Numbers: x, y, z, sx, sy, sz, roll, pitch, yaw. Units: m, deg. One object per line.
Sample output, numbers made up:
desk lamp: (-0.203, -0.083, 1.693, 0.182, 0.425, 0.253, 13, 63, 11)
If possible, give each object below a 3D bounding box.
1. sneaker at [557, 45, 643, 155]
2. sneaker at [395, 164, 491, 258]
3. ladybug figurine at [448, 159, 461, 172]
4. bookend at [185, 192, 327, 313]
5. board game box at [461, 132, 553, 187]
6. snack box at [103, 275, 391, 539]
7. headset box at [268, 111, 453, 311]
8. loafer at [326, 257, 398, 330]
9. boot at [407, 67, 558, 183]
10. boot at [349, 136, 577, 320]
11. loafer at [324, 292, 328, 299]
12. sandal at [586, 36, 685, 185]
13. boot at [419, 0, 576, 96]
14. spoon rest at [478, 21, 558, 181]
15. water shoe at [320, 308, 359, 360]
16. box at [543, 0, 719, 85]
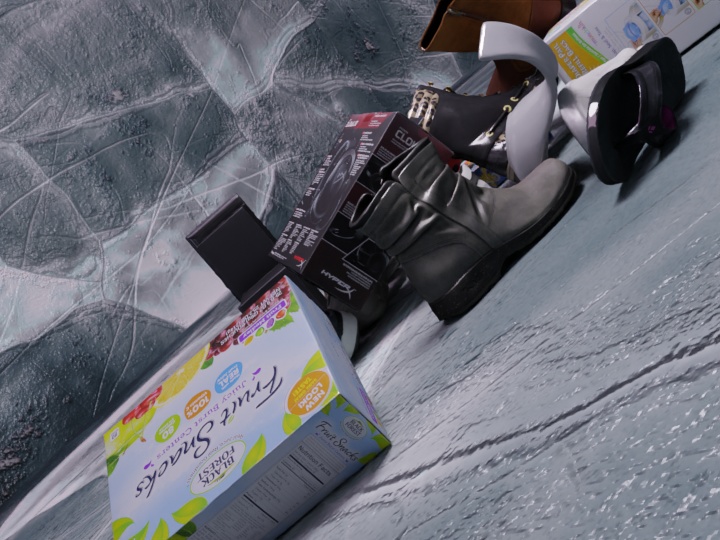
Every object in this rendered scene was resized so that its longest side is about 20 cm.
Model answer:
sneaker: (0.239, -0.168, 0.881, 0.085, 0.073, 0.200, -38, 7, 35)
sneaker: (0.084, -0.055, 0.994, 0.074, 0.080, 0.200, -46, 8, -27)
ladybug figurine: (0.054, -0.110, 1.199, 0.200, 0.072, 0.136, -40, 9, 16)
bookend: (-0.123, 0.014, 1.167, 0.092, 0.199, 0.200, -40, 9, 0)
board game box: (0.139, -0.113, 1.205, 0.200, 0.035, 0.135, -41, 8, -1)
snack box: (-0.092, 0.123, 0.707, 0.200, 0.068, 0.169, -41, 32, 7)
headset box: (0.000, -0.073, 0.975, 0.201, 0.077, 0.149, -58, 19, -4)
loafer: (0.000, 0.000, 1.076, 0.070, 0.070, 0.201, -34, 18, 27)
boot: (0.141, -0.185, 1.094, 0.074, 0.149, 0.201, 85, -157, -49)
boot: (0.092, -0.066, 0.819, 0.200, 0.131, 0.068, -44, 9, -24)
loafer: (-0.019, -0.001, 1.227, 0.076, 0.068, 0.200, -44, 8, -21)
sandal: (0.234, -0.140, 0.780, 0.048, 0.076, 0.201, -9, 29, 42)
boot: (0.149, -0.254, 1.131, 0.199, 0.069, 0.189, -8, -37, -43)
spoon rest: (0.157, -0.147, 0.879, 0.060, 0.200, 0.100, -1, 62, 21)
water shoe: (-0.076, 0.072, 0.992, 0.200, 0.078, 0.072, -30, 47, 54)
box: (0.306, -0.277, 1.047, 0.199, 0.102, 0.113, -38, 8, 26)
